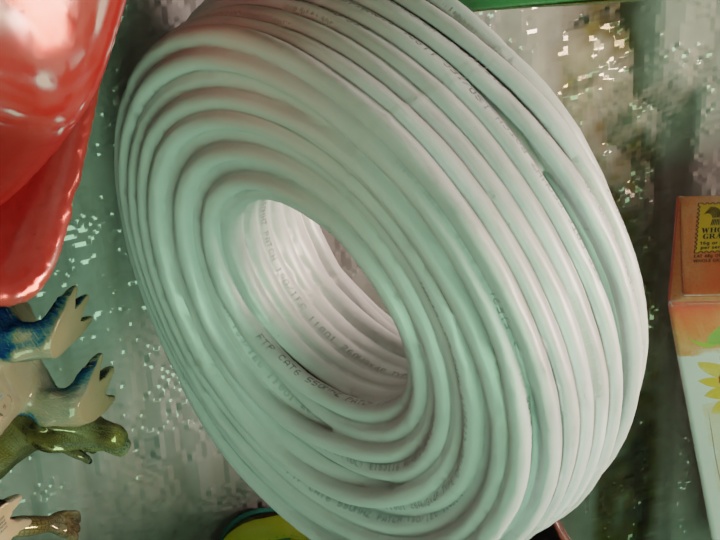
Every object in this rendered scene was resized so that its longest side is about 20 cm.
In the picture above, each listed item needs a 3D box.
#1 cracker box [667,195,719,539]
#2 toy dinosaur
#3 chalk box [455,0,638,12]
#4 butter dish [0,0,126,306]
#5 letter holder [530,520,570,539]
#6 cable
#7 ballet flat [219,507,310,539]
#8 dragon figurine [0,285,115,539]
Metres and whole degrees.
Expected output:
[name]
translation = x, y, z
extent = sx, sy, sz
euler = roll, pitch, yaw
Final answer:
[cracker box]
translation = 0.194, 0.055, 0.949
extent = 0.133, 0.058, 0.201
euler = -2, 138, 14
[toy dinosaur]
translation = -0.162, 0.081, 0.858
extent = 0.199, 0.059, 0.101
euler = -25, 153, 12
[chalk box]
translation = 0.067, -0.156, 0.717
extent = 0.124, 0.124, 0.200
euler = -2, 142, 38
[butter dish]
translation = -0.124, -0.111, 0.645
extent = 0.199, 0.147, 0.201
euler = 19, 72, -31
[letter holder]
translation = 0.015, 0.191, 0.901
extent = 0.199, 0.101, 0.143
euler = -31, 112, 3
[cable]
translation = 0.000, 0.000, 0.794
extent = 0.069, 0.200, 0.200
euler = -35, 173, -33
[ballet flat]
translation = -0.038, 0.186, 0.996
extent = 0.066, 0.067, 0.201
euler = -8, 127, -19
[dragon figurine]
translation = -0.143, 0.044, 0.775
extent = 0.099, 0.201, 0.059
euler = 9, 139, 25
